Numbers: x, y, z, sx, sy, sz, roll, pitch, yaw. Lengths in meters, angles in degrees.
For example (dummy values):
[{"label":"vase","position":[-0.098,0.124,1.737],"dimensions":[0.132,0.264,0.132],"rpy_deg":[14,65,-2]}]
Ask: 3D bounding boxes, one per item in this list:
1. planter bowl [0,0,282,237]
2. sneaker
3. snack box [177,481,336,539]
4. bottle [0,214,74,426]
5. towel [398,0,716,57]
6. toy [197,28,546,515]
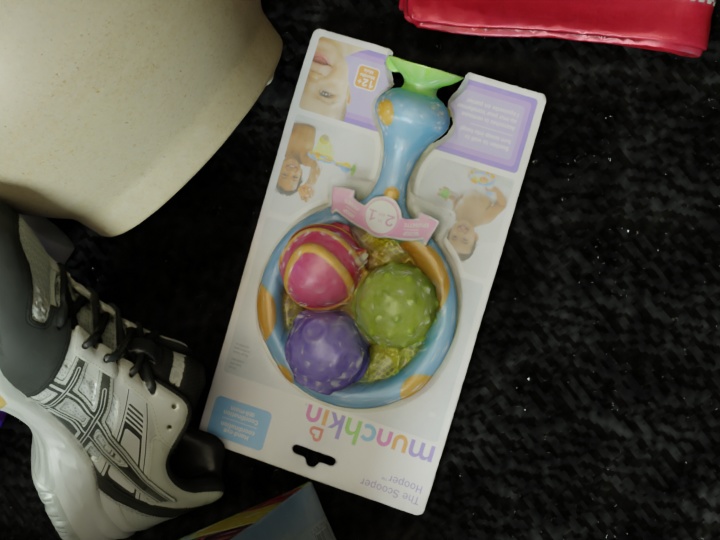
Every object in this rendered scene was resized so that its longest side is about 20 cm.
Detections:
[{"label":"planter bowl","position":[-0.120,-0.100,0.709],"dimensions":[0.200,0.200,0.135],"rpy_deg":[-44,109,7]},{"label":"sneaker","position":[-0.114,0.038,0.716],"dimensions":[0.087,0.201,0.076],"rpy_deg":[-12,45,6]},{"label":"snack box","position":[-0.092,0.149,0.683],"dimensions":[0.141,0.200,0.053],"rpy_deg":[-25,86,9]},{"label":"bottle","position":[-0.209,0.057,0.773],"dimensions":[0.083,0.065,0.201],"rpy_deg":[36,95,10]},{"label":"towel","position":[0.099,-0.201,0.741],"dimensions":[0.143,0.022,0.202],"rpy_deg":[8,91,10]},{"label":"toy","position":[0.000,0.000,0.744],"dimensions":[0.114,0.047,0.202],"rpy_deg":[17,92,12]}]
